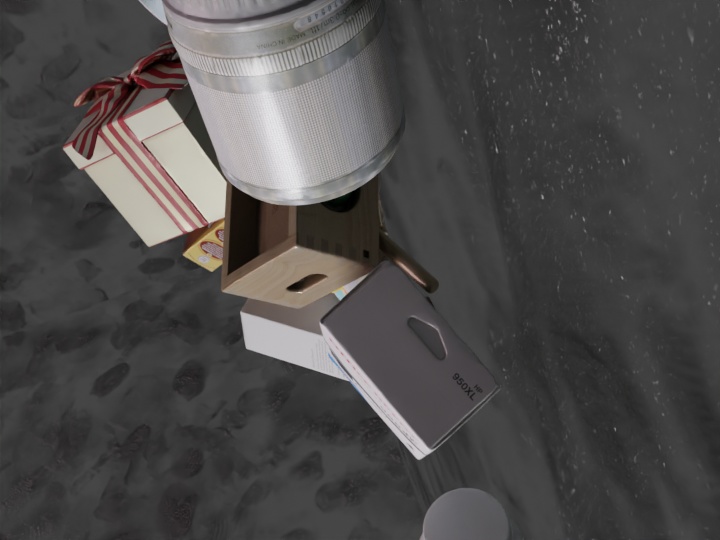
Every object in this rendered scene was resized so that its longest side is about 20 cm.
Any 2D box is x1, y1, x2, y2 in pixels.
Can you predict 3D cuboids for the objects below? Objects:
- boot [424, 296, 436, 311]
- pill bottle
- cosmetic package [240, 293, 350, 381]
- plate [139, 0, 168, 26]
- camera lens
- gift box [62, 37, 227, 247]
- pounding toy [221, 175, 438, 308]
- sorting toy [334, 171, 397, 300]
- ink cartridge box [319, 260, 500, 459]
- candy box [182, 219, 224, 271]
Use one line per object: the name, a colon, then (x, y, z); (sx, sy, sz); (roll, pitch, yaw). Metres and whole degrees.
boot: (0.053, 0.090, 1.018); (0.200, 0.075, 0.074); (75, 171, -66)
pill bottle: (0.115, 0.305, 0.888); (0.112, 0.110, 0.201); (-113, 6, -45)
cosmetic package: (-0.045, 0.066, 1.159); (0.082, 0.198, 0.113); (86, -154, -45)
plate: (-0.199, -0.329, 0.911); (0.199, 0.026, 0.201); (33, 152, 20)
camera lens: (-0.054, -0.164, 0.674); (0.201, 0.158, 0.161); (75, 174, -46)
gift box: (-0.222, -0.158, 1.049); (0.188, 0.183, 0.201); (55, -154, -29)
pounding toy: (-0.036, -0.052, 0.924); (0.199, 0.141, 0.187); (-26, 57, 49)
sorting toy: (0.000, 0.000, 1.047); (0.201, 0.105, 0.181); (76, 176, -53)
ink cartridge box: (0.040, 0.090, 0.814); (0.145, 0.084, 0.200); (48, 171, 11)
candy box: (-0.154, -0.095, 1.187); (0.056, 0.199, 0.118); (31, -136, -29)
